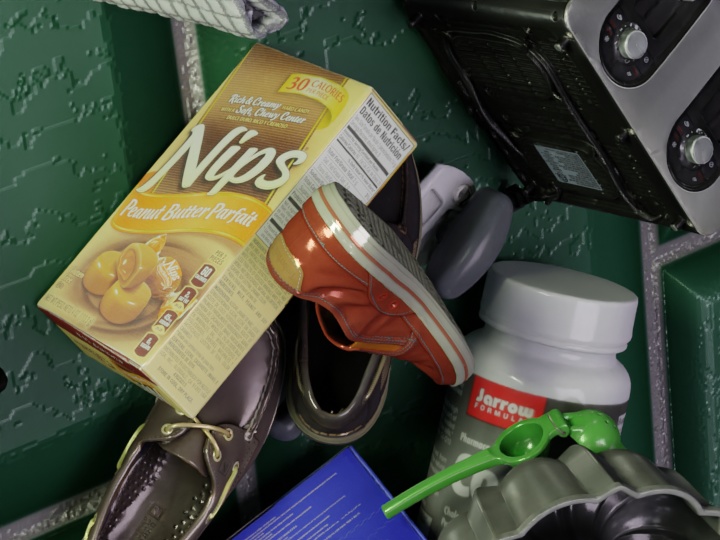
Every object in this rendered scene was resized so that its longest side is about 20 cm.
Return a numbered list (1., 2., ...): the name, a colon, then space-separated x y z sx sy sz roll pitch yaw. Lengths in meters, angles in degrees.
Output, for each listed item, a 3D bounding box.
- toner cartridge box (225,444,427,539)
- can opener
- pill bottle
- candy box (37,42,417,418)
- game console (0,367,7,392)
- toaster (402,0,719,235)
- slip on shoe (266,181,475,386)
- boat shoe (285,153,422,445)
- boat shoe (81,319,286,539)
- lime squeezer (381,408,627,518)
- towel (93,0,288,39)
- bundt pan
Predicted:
1. toner cartridge box: -0.055 0.202 1.558 0.200 0.043 0.095 -36 82 -22
2. can opener: 0.012 0.020 1.560 0.200 0.067 0.053 -49 128 -13
3. pill bottle: 0.105 0.102 1.632 0.114 0.114 0.201 3 104 -38
4. candy box: -0.074 -0.025 1.445 0.200 0.115 0.055 -51 130 -11
5. game console: -0.285 -0.018 1.251 0.199 0.116 0.177 -2 85 -38
6. toaster: 0.135 -0.125 1.537 0.119 0.200 0.181 -46 120 -18
7. slip on shoe: 0.007 0.016 1.419 0.061 0.074 0.200 -37 149 6
8. boat shoe: 0.000 0.000 1.506 0.074 0.073 0.201 4 84 -5
9. boat shoe: -0.102 0.110 1.496 0.072 0.060 0.200 32 86 -4
10. lime squeezer: 0.111 0.114 1.564 0.199 0.038 0.071 0 135 -18
11. towel: -0.113 -0.219 1.315 0.086 0.165 0.200 -49 129 -20
12. bundt pan: 0.124 0.185 1.541 0.201 0.076 0.203 -10 126 -14
